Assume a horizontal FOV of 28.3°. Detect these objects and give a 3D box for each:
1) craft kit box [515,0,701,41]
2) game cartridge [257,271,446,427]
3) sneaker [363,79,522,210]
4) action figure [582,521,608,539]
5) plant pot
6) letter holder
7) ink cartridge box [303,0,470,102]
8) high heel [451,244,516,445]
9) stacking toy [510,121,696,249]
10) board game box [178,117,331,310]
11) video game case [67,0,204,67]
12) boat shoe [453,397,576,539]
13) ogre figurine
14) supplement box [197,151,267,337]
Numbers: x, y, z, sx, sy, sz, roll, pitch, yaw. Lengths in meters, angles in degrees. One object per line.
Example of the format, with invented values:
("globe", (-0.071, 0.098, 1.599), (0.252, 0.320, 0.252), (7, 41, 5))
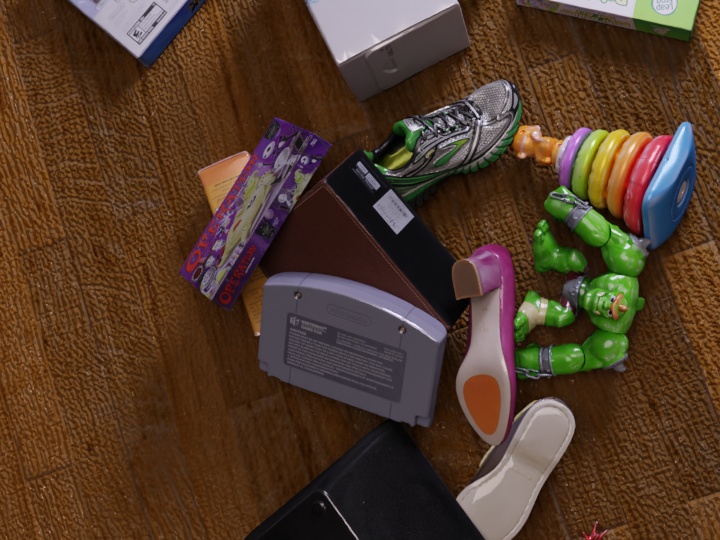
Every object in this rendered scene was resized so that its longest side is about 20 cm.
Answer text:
("craft kit box", (0.290, -0.370, 1.571), (0.200, 0.049, 0.198), (14, 86, 12))
("game cartridge", (-0.010, 0.076, 1.476), (0.200, 0.040, 0.134), (18, 126, 17))
("sneaker", (0.087, -0.140, 1.537), (0.200, 0.085, 0.078), (-37, 50, 2))
("action figure", (0.266, 0.335, 1.449), (0.200, 0.065, 0.099), (32, 96, 12))
("plant pot", (-0.011, 0.294, 1.423), (0.199, 0.177, 0.200), (-42, 77, 20))
("letter holder", (0.000, 0.000, 1.512), (0.142, 0.101, 0.200), (-38, 95, 33))
("ink cartridge box", (0.009, -0.317, 1.559), (0.146, 0.147, 0.200), (-27, 78, 4))
("high heel", (0.140, 0.075, 1.474), (0.067, 0.096, 0.200), (-11, 94, 35))
("stacking toy", (0.249, -0.112, 1.515), (0.200, 0.110, 0.116), (20, 68, 24))
("board game box", (-0.113, -0.062, 1.494), (0.032, 0.120, 0.200), (32, 89, -23))
("video game case", (-0.254, -0.370, 1.667), (0.181, 0.045, 0.200), (40, 89, 12))
("boat shoe", (0.154, 0.218, 1.490), (0.072, 0.060, 0.200), (33, 97, 1))
("ogre figurine", (0.233, 0.022, 1.490), (0.120, 0.098, 0.200), (12, 78, 19))
("supplement box", (-0.113, -0.025, 1.575), (0.069, 0.067, 0.200), (-23, 77, 6))
